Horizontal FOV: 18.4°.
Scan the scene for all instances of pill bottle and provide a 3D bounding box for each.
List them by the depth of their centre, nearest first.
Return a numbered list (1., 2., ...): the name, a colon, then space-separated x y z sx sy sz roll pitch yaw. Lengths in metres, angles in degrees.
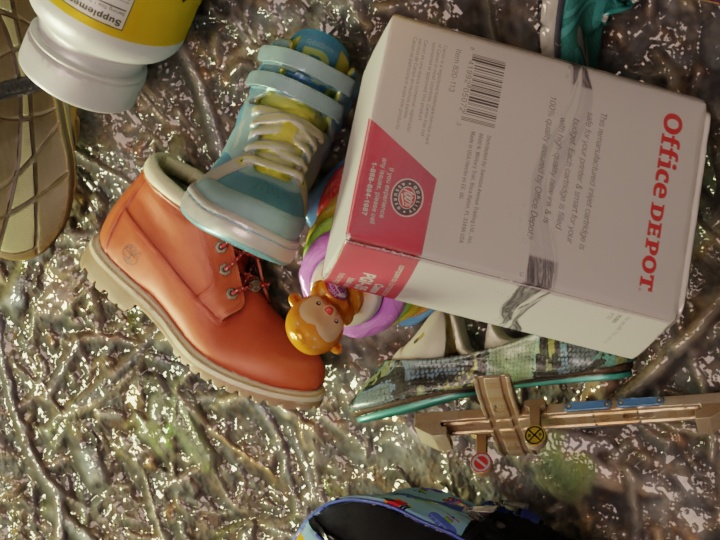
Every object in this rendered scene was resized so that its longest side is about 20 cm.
1. pill bottle: -0.148 -0.208 1.437 0.112 0.112 0.201 34 116 14

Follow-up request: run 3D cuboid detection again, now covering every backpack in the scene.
1. backpack: 0.049 0.228 1.444 0.199 0.134 0.184 24 113 18

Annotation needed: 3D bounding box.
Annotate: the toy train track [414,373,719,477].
1. toy train track: 0.133 0.102 1.397 0.198 0.115 0.033 -5 60 12

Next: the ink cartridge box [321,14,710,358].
1. ink cartridge box: 0.091 -0.045 1.300 0.198 0.083 0.148 15 69 -7

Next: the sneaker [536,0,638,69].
1. sneaker: 0.153 -0.189 1.320 0.079 0.078 0.202 18 113 7

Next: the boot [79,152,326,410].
1. boot: -0.091 0.008 1.493 0.199 0.075 0.108 38 112 14

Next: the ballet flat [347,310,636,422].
1. ballet flat: 0.080 0.050 1.425 0.198 0.074 0.075 -12 99 21

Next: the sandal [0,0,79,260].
1. sandal: -0.228 -0.109 1.543 0.080 0.054 0.202 -5 87 22

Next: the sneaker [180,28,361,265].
1. sneaker: -0.051 -0.084 1.382 0.079 0.200 0.131 25 102 -8

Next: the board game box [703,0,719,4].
1. board game box: 0.268 -0.212 1.242 0.198 0.046 0.153 15 110 7

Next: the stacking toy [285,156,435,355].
1. stacking toy: 0.000 0.000 1.367 0.110 0.200 0.116 -39 93 30
